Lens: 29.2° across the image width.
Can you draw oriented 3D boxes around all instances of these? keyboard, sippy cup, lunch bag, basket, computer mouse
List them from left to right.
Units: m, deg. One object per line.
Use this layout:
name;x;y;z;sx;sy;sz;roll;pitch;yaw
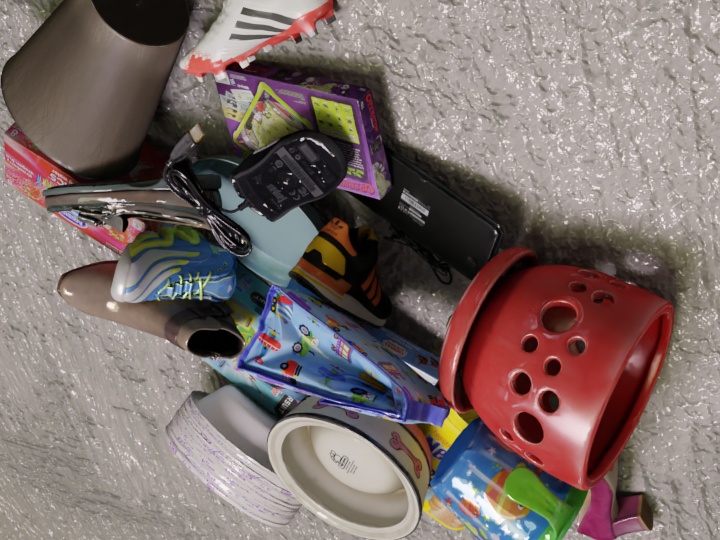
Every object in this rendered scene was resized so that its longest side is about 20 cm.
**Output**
basket;-0.268;-0.219;1.447;0.180;0.136;0.200;45;136;-2
computer mouse;-0.109;-0.111;1.410;0.140;0.046;0.199;44;129;-16
lunch bag;0.002;0.102;1.383;0.198;0.095;0.150;25;180;21
keyboard;0.062;-0.064;1.422;0.199;0.039;0.105;37;133;21
sippy cup;0.148;0.225;1.430;0.130;0.140;0.178;37;133;-1

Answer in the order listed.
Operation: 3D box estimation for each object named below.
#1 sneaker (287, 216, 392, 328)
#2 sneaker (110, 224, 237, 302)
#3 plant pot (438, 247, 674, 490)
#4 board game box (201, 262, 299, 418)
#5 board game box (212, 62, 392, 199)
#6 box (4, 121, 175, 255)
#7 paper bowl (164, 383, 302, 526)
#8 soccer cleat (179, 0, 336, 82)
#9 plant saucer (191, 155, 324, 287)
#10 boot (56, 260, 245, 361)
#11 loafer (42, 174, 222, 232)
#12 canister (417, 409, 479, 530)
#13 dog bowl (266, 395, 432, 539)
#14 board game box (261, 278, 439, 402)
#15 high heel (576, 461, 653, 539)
sneaker;0.000;0.000;1.475;0.070;0.091;0.200;33;-177;26
sneaker;-0.197;-0.002;1.543;0.104;0.200;0.077;20;112;12
plant pot;0.188;0.088;1.359;0.181;0.200;0.202;25;140;25
board game box;-0.120;0.092;1.697;0.199;0.047;0.151;37;140;0
board game box;-0.062;-0.148;1.421;0.198;0.032;0.121;18;133;34
box;-0.306;-0.109;1.596;0.199;0.096;0.100;32;148;6
paper bowl;-0.142;0.222;1.748;0.200;0.105;0.201;37;-175;-3
soccer cleat;-0.111;-0.250;1.357;0.198;0.069;0.086;-15;110;40
plant saucer;-0.107;-0.056;1.537;0.199;0.028;0.201;28;150;18
boot;-0.229;0.050;1.577;0.146;0.198;0.071;33;110;45
loafer;-0.246;-0.067;1.489;0.197;0.072;0.064;-4;94;7
canister;0.123;0.211;1.604;0.148;0.087;0.200;37;142;-1
dog bowl;-0.005;0.214;1.579;0.198;0.074;0.202;21;140;19
board game box;-0.021;0.110;1.585;0.198;0.037;0.152;28;134;-2
high heel;0.250;0.232;1.547;0.095;0.068;0.200;-13;133;30
